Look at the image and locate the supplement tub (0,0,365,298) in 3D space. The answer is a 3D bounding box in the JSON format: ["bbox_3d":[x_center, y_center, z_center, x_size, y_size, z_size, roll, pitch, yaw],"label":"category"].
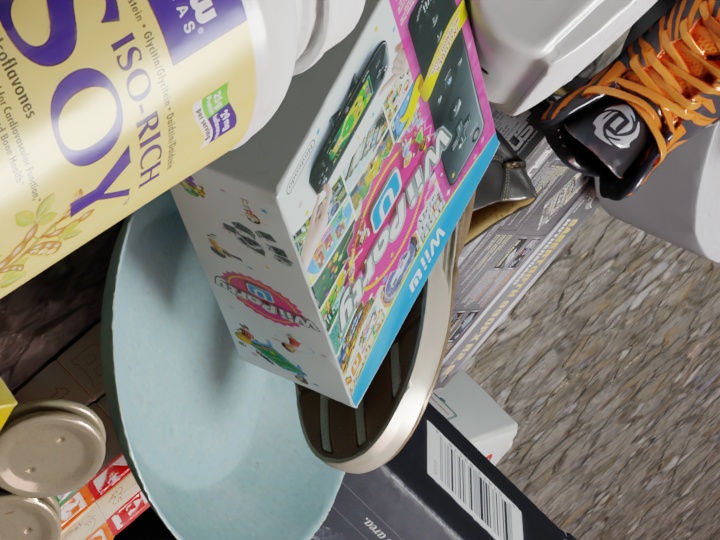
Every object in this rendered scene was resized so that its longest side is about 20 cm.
[{"bbox_3d":[-0.111,-0.077,0.885,0.200,0.145,0.145,-35,159,-26],"label":"supplement tub"}]

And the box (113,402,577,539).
[{"bbox_3d":[-0.013,0.172,1.457,0.200,0.197,0.117,-39,-161,19],"label":"box"}]

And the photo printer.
[{"bbox_3d":[0.109,-0.147,1.259,0.166,0.069,0.200,-43,179,-4],"label":"photo printer"}]

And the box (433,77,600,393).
[{"bbox_3d":[0.059,-0.018,1.521,0.200,0.048,0.158,-51,162,17],"label":"box"}]

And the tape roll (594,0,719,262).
[{"bbox_3d":[0.205,-0.107,1.520,0.200,0.066,0.201,-45,150,-35],"label":"tape roll"}]

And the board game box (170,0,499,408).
[{"bbox_3d":[-0.010,-0.054,1.164,0.148,0.064,0.200,-61,161,-19],"label":"board game box"}]

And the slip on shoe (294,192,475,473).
[{"bbox_3d":[0.018,0.004,1.292,0.076,0.200,0.061,-16,146,31],"label":"slip on shoe"}]

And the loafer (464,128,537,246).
[{"bbox_3d":[0.000,0.000,1.398,0.200,0.072,0.073,-46,163,7],"label":"loafer"}]

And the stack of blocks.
[{"bbox_3d":[-0.152,0.098,1.311,0.200,0.059,0.115,-40,161,-11],"label":"stack of blocks"}]

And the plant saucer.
[{"bbox_3d":[-0.066,0.035,1.253,0.039,0.201,0.201,-4,-176,32],"label":"plant saucer"}]

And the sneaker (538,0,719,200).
[{"bbox_3d":[0.157,-0.090,1.326,0.112,0.078,0.200,-41,175,-30],"label":"sneaker"}]

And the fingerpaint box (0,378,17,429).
[{"bbox_3d":[-0.249,0.094,1.028,0.200,0.073,0.167,-8,141,-45],"label":"fingerpaint box"}]

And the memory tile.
[{"bbox_3d":[-0.204,0.113,1.176,0.153,0.017,0.200,13,128,-25],"label":"memory tile"}]

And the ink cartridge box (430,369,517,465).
[{"bbox_3d":[-0.018,0.129,1.618,0.147,0.083,0.200,-53,159,24],"label":"ink cartridge box"}]
